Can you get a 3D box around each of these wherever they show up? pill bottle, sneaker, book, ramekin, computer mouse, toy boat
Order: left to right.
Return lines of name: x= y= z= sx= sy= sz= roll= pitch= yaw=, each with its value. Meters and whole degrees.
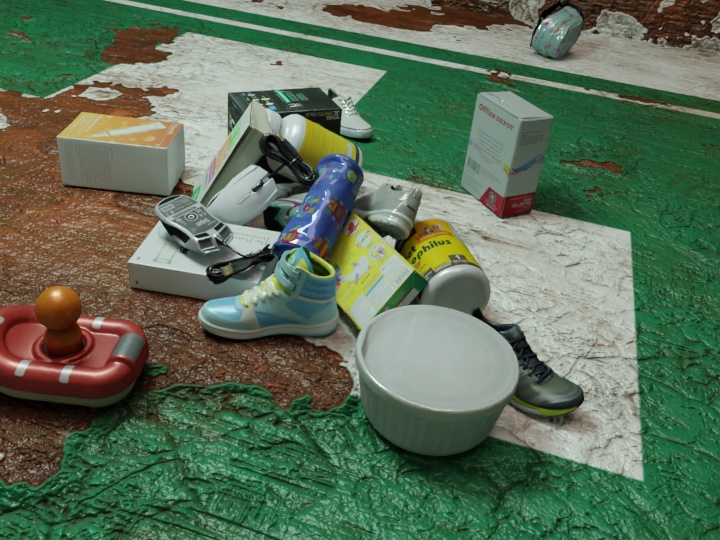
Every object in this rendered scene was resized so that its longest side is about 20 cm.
toy boat: x=-0.361 y=0.077 z=0.852 sx=0.198 sy=0.132 sz=0.131 roll=6 pitch=32 yaw=-1
computer mouse: x=-0.231 y=-0.049 z=1.064 sx=0.199 sy=0.044 sz=0.109 roll=35 pitch=47 yaw=27
book: x=-0.229 y=-0.188 z=1.237 sx=0.048 sy=0.200 sz=0.134 roll=29 pitch=23 yaw=-25
computer mouse: x=-0.175 y=-0.127 z=1.156 sx=0.110 sy=0.200 sz=0.044 roll=47 pitch=15 yaw=-11
sneaker: x=-0.124 y=0.024 z=0.979 sx=0.198 sy=0.132 sz=0.080 roll=-2 pitch=36 yaw=-13
pill bottle: x=-0.103 y=-0.218 z=1.306 sx=0.199 sy=0.112 sz=0.112 roll=23 pitch=23 yaw=-31
sneaker: x=-0.056 y=-0.090 z=1.216 sx=0.199 sy=0.078 sz=0.139 roll=29 pitch=40 yaw=30
sneaker: x=-0.039 y=-0.370 z=1.654 sx=0.072 sy=0.071 sz=0.200 roll=-16 pitch=39 yaw=-31
sneaker: x=0.040 y=-0.101 z=1.139 sx=0.075 sy=0.082 sz=0.200 roll=38 pitch=-8 yaw=-30
ramekin: x=0.088 y=0.138 z=0.878 sx=0.200 sy=0.095 sz=0.203 roll=5 pitch=33 yaw=-3
pill bottle: x=0.117 y=-0.010 z=1.096 sx=0.108 sy=0.110 sz=0.201 roll=-3 pitch=34 yaw=-15
sneaker: x=0.205 y=0.120 z=0.938 sx=0.199 sy=0.082 sz=0.074 roll=28 pitch=39 yaw=29

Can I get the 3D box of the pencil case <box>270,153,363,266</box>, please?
pencil case: x=-0.063 y=-0.083 z=1.072 sx=0.086 sy=0.078 sz=0.201 roll=-10 pitch=45 yaw=43

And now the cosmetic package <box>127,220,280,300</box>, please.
cosmetic package: x=-0.236 y=-0.018 z=1.099 sx=0.198 sy=0.052 sz=0.151 roll=9 pitch=36 yaw=3

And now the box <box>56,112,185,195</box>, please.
box: x=-0.441 y=-0.219 z=1.322 sx=0.198 sy=0.098 sz=0.125 roll=6 pitch=33 yaw=-2

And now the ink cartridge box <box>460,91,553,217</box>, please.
ink cartridge box: x=0.281 y=-0.228 z=1.377 sx=0.082 sy=0.202 sz=0.146 roll=-10 pitch=36 yaw=-24

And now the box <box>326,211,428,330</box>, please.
box: x=0.000 y=0.000 z=1.058 sx=0.048 sy=0.118 sz=0.200 roll=37 pitch=7 yaw=-47

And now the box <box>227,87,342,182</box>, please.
box: x=-0.154 y=-0.270 z=1.406 sx=0.198 sy=0.150 sz=0.124 roll=-10 pitch=37 yaw=-24

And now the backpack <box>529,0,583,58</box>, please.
backpack: x=0.660 y=-0.796 z=2.369 sx=0.126 sy=0.168 sz=0.199 roll=33 pitch=47 yaw=27
